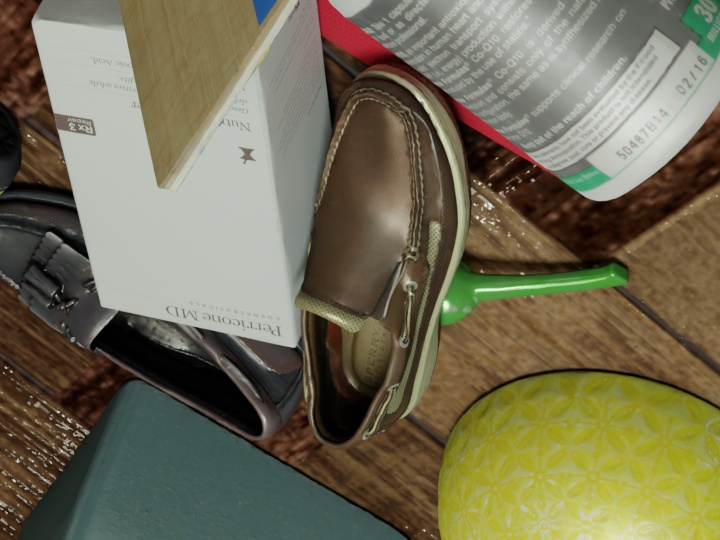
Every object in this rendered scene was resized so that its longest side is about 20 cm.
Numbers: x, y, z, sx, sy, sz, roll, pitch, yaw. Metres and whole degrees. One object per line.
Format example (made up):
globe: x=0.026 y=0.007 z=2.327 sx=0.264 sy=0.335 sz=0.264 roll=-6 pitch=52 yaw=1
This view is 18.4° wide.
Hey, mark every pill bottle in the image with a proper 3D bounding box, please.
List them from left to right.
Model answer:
pill bottle: x=0.056 y=-0.129 z=0.926 sx=0.200 sy=0.113 sz=0.113 roll=36 pitch=135 yaw=-13

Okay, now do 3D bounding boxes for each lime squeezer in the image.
lime squeezer: x=0.041 y=0.026 z=1.143 sx=0.071 sy=0.038 sz=0.200 roll=15 pitch=145 yaw=-38

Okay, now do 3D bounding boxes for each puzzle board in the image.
puzzle board: x=-0.065 y=-0.156 z=0.911 sx=0.017 sy=0.200 sz=0.151 roll=5 pitch=144 yaw=-30

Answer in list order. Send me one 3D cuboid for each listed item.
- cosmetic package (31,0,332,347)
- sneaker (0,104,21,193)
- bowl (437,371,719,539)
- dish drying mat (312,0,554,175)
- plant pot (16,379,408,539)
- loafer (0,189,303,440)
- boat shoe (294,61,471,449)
cosmetic package: x=-0.076 y=-0.063 z=1.055 sx=0.113 sy=0.081 sz=0.200 roll=10 pitch=139 yaw=16
sneaker: x=-0.266 y=-0.082 z=1.125 sx=0.200 sy=0.072 sz=0.083 roll=37 pitch=121 yaw=-13
bowl: x=0.126 y=0.161 z=1.174 sx=0.200 sy=0.108 sz=0.200 roll=12 pitch=135 yaw=12
dish drying mat: x=0.038 y=-0.111 z=1.019 sx=0.200 sy=0.018 sz=0.077 roll=31 pitch=136 yaw=-6
plant pot: x=-0.120 y=0.225 z=1.272 sx=0.196 sy=0.200 sz=0.196 roll=32 pitch=135 yaw=-7
loafer: x=-0.118 y=0.024 z=1.178 sx=0.200 sy=0.063 sz=0.072 roll=27 pitch=136 yaw=-3
boat shoe: x=0.005 y=0.002 z=1.057 sx=0.075 sy=0.075 sz=0.203 roll=19 pitch=129 yaw=25
